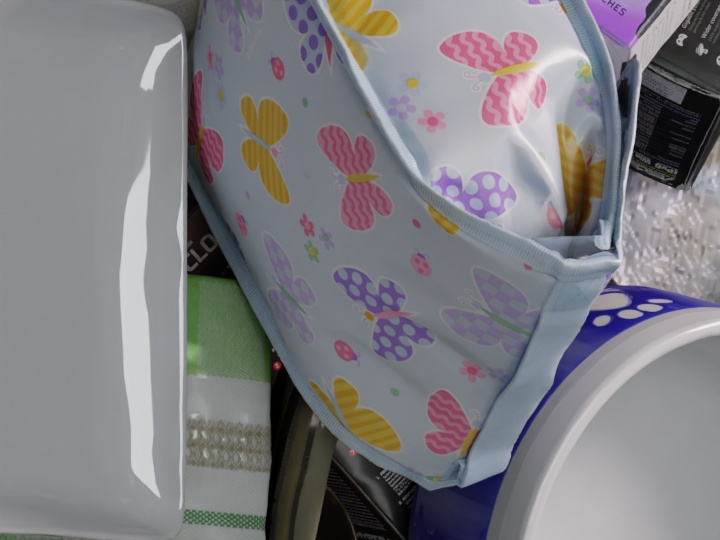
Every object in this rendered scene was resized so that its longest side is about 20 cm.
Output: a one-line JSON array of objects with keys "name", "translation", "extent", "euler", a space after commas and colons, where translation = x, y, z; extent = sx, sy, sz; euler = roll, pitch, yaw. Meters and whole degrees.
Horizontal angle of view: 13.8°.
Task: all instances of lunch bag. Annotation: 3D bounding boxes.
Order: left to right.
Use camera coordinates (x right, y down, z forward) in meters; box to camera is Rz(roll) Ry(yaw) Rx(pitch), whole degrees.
[{"name": "lunch bag", "translation": [0.024, -0.038, 1.098], "extent": [0.126, 0.170, 0.201], "euler": [-15, 62, -23]}]

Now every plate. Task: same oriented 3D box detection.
[{"name": "plate", "translation": [-0.135, -0.005, 1.049], "extent": [0.199, 0.032, 0.201], "euler": [7, 81, -52]}]

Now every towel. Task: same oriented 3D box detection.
[{"name": "towel", "translation": [-0.105, 0.096, 1.121], "extent": [0.148, 0.031, 0.201], "euler": [8, 80, -27]}]

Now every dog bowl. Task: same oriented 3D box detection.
[{"name": "dog bowl", "translation": [0.120, 0.110, 1.243], "extent": [0.199, 0.079, 0.201], "euler": [-10, 107, -33]}]

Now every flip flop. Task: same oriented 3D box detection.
[{"name": "flip flop", "translation": [-0.020, 0.113, 1.204], "extent": [0.057, 0.081, 0.201], "euler": [6, 123, -13]}]

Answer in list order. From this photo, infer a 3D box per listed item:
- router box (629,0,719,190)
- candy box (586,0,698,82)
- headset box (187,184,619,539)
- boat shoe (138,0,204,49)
[{"name": "router box", "translation": [0.167, -0.148, 1.283], "extent": [0.062, 0.150, 0.201], "euler": [28, 78, 6]}, {"name": "candy box", "translation": [0.100, -0.201, 1.184], "extent": [0.167, 0.072, 0.200], "euler": [37, 82, 10]}, {"name": "headset box", "translation": [0.000, 0.000, 1.257], "extent": [0.149, 0.077, 0.200], "euler": [-47, 106, -17]}, {"name": "boat shoe", "translation": [-0.055, -0.180, 1.223], "extent": [0.068, 0.072, 0.201], "euler": [9, 73, 7]}]
